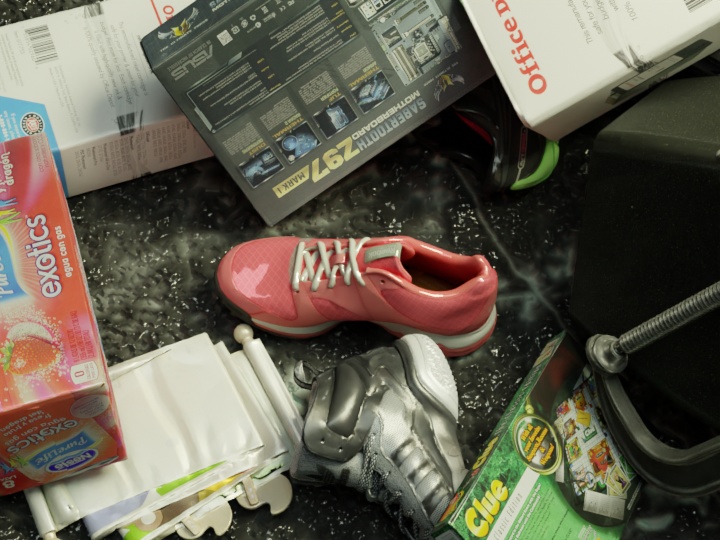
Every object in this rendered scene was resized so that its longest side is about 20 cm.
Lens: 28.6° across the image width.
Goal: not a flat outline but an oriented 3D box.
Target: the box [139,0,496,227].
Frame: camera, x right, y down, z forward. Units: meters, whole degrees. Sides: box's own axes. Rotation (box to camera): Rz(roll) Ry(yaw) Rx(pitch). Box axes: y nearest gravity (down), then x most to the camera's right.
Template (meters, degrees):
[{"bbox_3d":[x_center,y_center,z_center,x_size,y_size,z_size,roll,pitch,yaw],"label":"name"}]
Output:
[{"bbox_3d":[-0.025,-0.145,0.959,0.199,0.158,0.051,-34,38,4],"label":"box"}]

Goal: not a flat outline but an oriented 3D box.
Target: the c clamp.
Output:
[{"bbox_3d":[0.206,0.046,0.848,0.027,0.200,0.172,-31,81,-44],"label":"c clamp"}]

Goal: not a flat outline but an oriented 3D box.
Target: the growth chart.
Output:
[{"bbox_3d":[-0.131,0.113,0.924,0.198,0.018,0.146,-15,65,-14],"label":"growth chart"}]

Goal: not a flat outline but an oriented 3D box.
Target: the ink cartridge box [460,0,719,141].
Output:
[{"bbox_3d":[0.172,-0.199,0.937,0.199,0.084,0.147,-28,78,16],"label":"ink cartridge box"}]

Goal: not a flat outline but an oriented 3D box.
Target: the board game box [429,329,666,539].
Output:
[{"bbox_3d":[0.122,0.132,0.879,0.105,0.023,0.200,49,42,-7],"label":"board game box"}]

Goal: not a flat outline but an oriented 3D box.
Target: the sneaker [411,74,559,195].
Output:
[{"bbox_3d":[0.064,-0.139,1.046,0.083,0.077,0.200,-30,67,-24],"label":"sneaker"}]

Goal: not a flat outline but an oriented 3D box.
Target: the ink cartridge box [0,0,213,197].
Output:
[{"bbox_3d":[-0.170,-0.131,1.022,0.198,0.068,0.117,-17,65,-14],"label":"ink cartridge box"}]

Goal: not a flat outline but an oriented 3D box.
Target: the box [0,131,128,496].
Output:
[{"bbox_3d":[-0.219,0.026,0.901,0.094,0.103,0.202,-15,58,-9],"label":"box"}]

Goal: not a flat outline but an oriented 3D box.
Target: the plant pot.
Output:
[{"bbox_3d":[0.247,-0.022,0.920,0.176,0.202,0.199,18,32,27],"label":"plant pot"}]

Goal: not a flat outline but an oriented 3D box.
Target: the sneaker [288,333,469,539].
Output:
[{"bbox_3d":[0.017,0.137,0.888,0.112,0.076,0.202,-6,58,-17],"label":"sneaker"}]

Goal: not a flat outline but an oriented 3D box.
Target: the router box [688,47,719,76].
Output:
[{"bbox_3d":[0.219,-0.207,1.046,0.199,0.150,0.063,34,98,18],"label":"router box"}]

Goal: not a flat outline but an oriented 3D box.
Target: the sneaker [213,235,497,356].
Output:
[{"bbox_3d":[0.000,0.000,0.957,0.197,0.087,0.075,7,60,-3],"label":"sneaker"}]
